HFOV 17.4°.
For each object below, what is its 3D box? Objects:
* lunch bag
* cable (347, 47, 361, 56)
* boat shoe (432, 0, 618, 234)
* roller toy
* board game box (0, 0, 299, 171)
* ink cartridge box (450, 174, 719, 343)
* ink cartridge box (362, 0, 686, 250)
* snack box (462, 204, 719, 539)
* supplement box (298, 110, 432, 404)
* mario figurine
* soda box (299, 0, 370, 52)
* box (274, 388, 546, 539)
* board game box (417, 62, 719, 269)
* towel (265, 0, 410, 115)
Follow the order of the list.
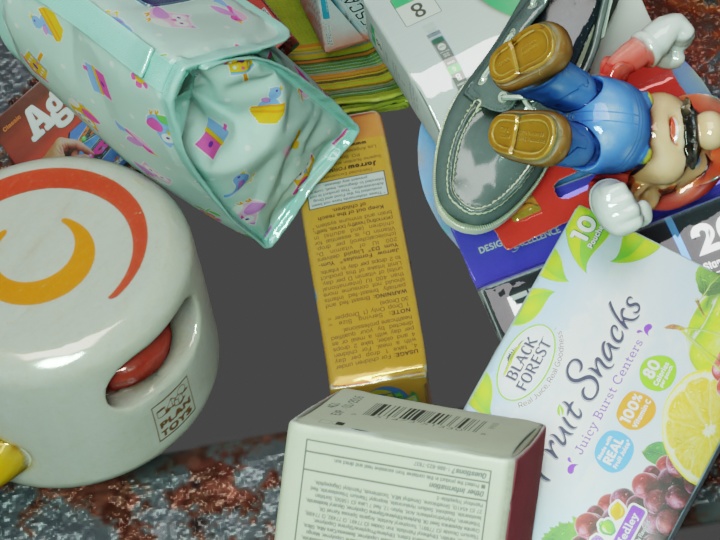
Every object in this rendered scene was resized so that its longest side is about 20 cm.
[{"bbox_3d":[-0.118,-0.124,1.442,0.170,0.200,0.122,37,89,29],"label":"lunch bag"},{"bbox_3d":[-0.097,-0.150,1.609,0.200,0.050,0.097,19,55,18],"label":"cable"},{"bbox_3d":[0.102,-0.117,1.453,0.073,0.062,0.200,28,75,6],"label":"boat shoe"},{"bbox_3d":[-0.183,0.037,1.455,0.182,0.140,0.200,-9,47,1],"label":"roller toy"},{"bbox_3d":[-0.146,-0.123,1.577,0.200,0.019,0.103,-41,65,5],"label":"board game box"},{"bbox_3d":[0.180,0.021,1.452,0.198,0.043,0.200,-21,72,-5],"label":"ink cartridge box"},{"bbox_3d":[0.114,-0.128,1.503,0.161,0.050,0.200,-25,56,-8],"label":"ink cartridge box"},{"bbox_3d":[0.142,0.082,1.384,0.142,0.053,0.200,27,77,13],"label":"snack box"},{"bbox_3d":[0.000,0.000,1.499,0.069,0.067,0.200,-12,57,0],"label":"supplement box"},{"bbox_3d":[0.165,-0.089,1.384,0.106,0.200,0.123,37,106,37],"label":"mario figurine"},{"bbox_3d":[-0.028,-0.240,1.616,0.064,0.068,0.200,-17,47,-9],"label":"soda box"},{"bbox_3d":[0.022,0.179,1.305,0.128,0.109,0.200,9,99,13],"label":"box"},{"bbox_3d":[0.137,-0.071,1.534,0.200,0.039,0.158,-5,66,-2],"label":"board game box"},{"bbox_3d":[-0.043,-0.172,1.608,0.086,0.018,0.200,-10,47,-25],"label":"towel"}]
